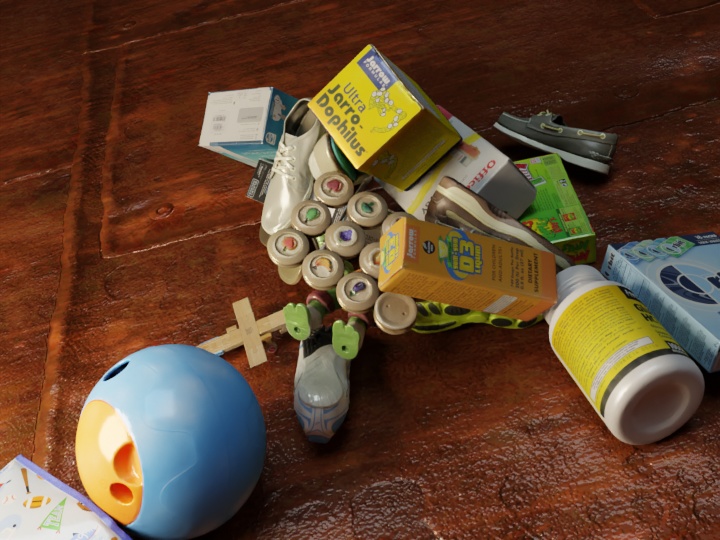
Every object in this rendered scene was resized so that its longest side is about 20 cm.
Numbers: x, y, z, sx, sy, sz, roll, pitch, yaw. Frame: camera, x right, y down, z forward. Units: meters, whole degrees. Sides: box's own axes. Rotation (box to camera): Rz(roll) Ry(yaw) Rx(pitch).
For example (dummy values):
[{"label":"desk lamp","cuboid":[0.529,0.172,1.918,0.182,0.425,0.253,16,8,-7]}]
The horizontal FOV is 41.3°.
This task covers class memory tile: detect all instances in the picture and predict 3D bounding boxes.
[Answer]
[{"label":"memory tile","cuboid":[0.003,-0.025,1.111,0.199,0.017,0.154,31,61,13]}]

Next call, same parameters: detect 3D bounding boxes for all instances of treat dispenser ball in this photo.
[{"label":"treat dispenser ball","cuboid":[-0.198,0.180,1.006,0.198,0.203,0.202,-8,39,6]}]

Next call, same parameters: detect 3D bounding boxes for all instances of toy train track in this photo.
[{"label":"toy train track","cuboid":[-0.178,0.104,1.234,0.198,0.033,0.115,-22,46,-2]}]

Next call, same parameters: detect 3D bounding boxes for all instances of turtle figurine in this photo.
[{"label":"turtle figurine","cuboid":[0.000,0.000,1.148,0.200,0.144,0.194,-42,5,42]}]

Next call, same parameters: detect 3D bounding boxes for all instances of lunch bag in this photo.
[{"label":"lunch bag","cuboid":[-0.336,0.306,0.961,0.198,0.125,0.170,12,44,39]}]

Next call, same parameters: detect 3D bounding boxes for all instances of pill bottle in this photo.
[{"label":"pill bottle","cuboid":[0.279,0.085,1.055,0.111,0.113,0.201,-19,39,-7]}]

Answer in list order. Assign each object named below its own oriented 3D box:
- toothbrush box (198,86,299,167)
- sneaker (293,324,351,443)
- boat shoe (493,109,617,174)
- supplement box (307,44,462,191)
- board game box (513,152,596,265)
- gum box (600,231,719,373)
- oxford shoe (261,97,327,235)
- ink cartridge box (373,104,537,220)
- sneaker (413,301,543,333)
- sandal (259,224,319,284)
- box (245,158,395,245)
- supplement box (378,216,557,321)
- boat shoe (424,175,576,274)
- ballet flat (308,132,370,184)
[{"label":"toothbrush box","cuboid":[-0.115,-0.197,1.419,0.145,0.199,0.087,6,83,41]},{"label":"sneaker","cuboid":[-0.044,0.128,1.139,0.071,0.073,0.201,10,27,0]},{"label":"boat shoe","cuboid":[0.290,-0.202,1.420,0.201,0.061,0.072,29,14,35]},{"label":"supplement box","cuboid":[0.037,-0.187,1.214,0.109,0.200,0.109,-41,74,13]},{"label":"board game box","cuboid":[0.248,-0.081,1.316,0.100,0.048,0.201,-12,38,3]},{"label":"gum box","cuboid":[0.405,0.029,1.101,0.168,0.045,0.200,-7,36,-24]},{"label":"oxford shoe","cuboid":[-0.093,-0.146,1.293,0.075,0.058,0.202,24,92,35]},{"label":"ink cartridge box","cuboid":[0.128,-0.120,1.318,0.145,0.083,0.200,-47,39,5]},{"label":"sneaker","cuboid":[0.148,0.026,1.194,0.197,0.075,0.084,-3,43,13]},{"label":"sandal","cuboid":[-0.082,-0.034,1.342,0.069,0.078,0.212,16,14,-25]},{"label":"box","cuboid":[-0.053,-0.092,1.358,0.199,0.116,0.061,25,95,38]},{"label":"supplement box","cuboid":[0.121,0.001,1.071,0.197,0.069,0.067,11,65,-18]},{"label":"boat shoe","cuboid":[0.171,-0.035,1.197,0.201,0.075,0.075,34,9,5]},{"label":"ballet flat","cuboid":[-0.032,-0.136,1.253,0.068,0.071,0.200,0,1,16]}]
